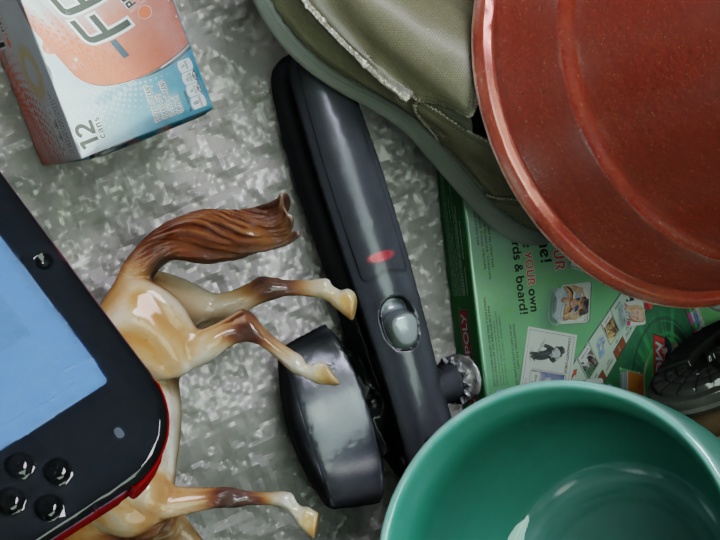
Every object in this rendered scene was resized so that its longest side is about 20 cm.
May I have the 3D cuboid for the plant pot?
[{"bbox_3d":[0.179,-0.098,1.083,0.200,0.195,0.201,6,78,-30],"label":"plant pot"}]

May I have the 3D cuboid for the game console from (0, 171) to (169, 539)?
[{"bbox_3d":[-0.190,0.042,1.075,0.177,0.031,0.200,-31,67,-19],"label":"game console"}]

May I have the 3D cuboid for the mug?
[{"bbox_3d":[0.083,0.121,1.138,0.185,0.114,0.152,19,88,23],"label":"mug"}]

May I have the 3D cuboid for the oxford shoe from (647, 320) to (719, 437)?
[{"bbox_3d":[0.206,0.053,1.225,0.200,0.073,0.085,-14,100,-40],"label":"oxford shoe"}]

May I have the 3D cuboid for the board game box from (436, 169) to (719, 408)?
[{"bbox_3d":[0.103,-0.028,1.235,0.134,0.029,0.201,-6,90,-21],"label":"board game box"}]

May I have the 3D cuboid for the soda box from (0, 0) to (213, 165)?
[{"bbox_3d":[-0.130,-0.145,1.129,0.063,0.068,0.200,-23,98,-19],"label":"soda box"}]

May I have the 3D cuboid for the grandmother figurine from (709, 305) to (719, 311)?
[{"bbox_3d":[0.208,-0.052,1.239,0.200,0.061,0.121,-42,95,-31],"label":"grandmother figurine"}]

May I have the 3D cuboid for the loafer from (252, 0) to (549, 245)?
[{"bbox_3d":[0.036,-0.095,1.153,0.200,0.070,0.075,40,59,-17],"label":"loafer"}]

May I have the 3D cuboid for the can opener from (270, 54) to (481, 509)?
[{"bbox_3d":[0.000,0.000,1.177,0.078,0.063,0.201,-12,93,-27],"label":"can opener"}]

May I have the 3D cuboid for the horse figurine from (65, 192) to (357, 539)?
[{"bbox_3d":[-0.076,0.060,1.145,0.132,0.050,0.201,10,96,3],"label":"horse figurine"}]
